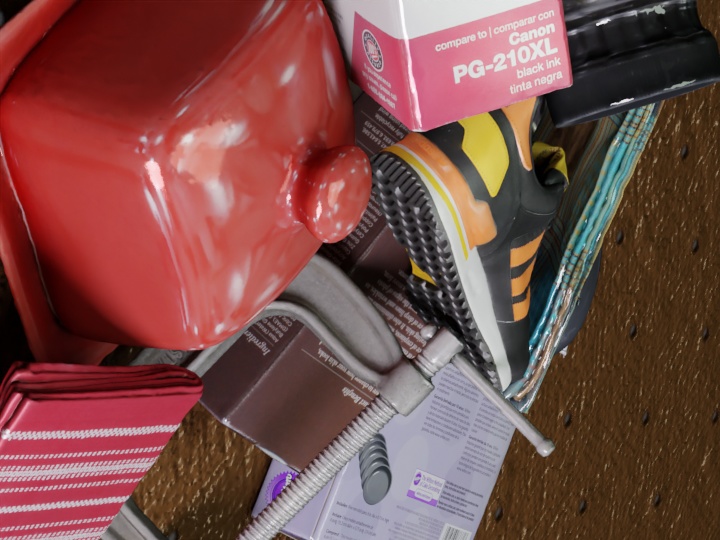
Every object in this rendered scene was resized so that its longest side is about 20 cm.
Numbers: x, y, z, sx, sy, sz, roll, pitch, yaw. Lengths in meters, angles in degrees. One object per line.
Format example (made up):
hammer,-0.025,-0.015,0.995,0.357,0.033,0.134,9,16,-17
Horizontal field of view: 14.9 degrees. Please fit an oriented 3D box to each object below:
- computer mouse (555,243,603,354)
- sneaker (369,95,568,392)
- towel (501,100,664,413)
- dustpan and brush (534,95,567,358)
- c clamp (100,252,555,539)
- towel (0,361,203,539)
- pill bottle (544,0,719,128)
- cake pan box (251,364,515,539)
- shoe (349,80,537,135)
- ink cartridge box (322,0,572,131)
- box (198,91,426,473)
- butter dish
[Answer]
computer mouse,0.129,-0.039,1.501,0.059,0.034,0.201,10,104,-44
sneaker,0.068,-0.015,1.309,0.090,0.070,0.200,-39,149,-11
towel,0.104,-0.041,1.436,0.147,0.022,0.201,-115,-134,-69
dustpan and brush,0.114,-0.069,1.564,0.140,0.057,0.200,-92,-164,-52
c clamp,-0.037,0.081,1.306,0.200,0.171,0.027,-40,167,5
towel,-0.162,0.120,1.232,0.200,0.022,0.144,-54,156,17
pill bottle,0.105,-0.175,1.304,0.112,0.112,0.201,-14,88,-56
cake pan box,0.032,0.079,1.573,0.200,0.052,0.185,25,87,-60
shoe,0.032,-0.072,1.469,0.200,0.053,0.070,-6,100,-60
ink cartridge box,0.019,-0.184,1.229,0.084,0.145,0.201,-17,117,-16
box,0.000,0.000,1.383,0.200,0.075,0.100,-51,142,0
butter dish,-0.062,-0.052,1.239,0.200,0.147,0.200,-48,144,-33
